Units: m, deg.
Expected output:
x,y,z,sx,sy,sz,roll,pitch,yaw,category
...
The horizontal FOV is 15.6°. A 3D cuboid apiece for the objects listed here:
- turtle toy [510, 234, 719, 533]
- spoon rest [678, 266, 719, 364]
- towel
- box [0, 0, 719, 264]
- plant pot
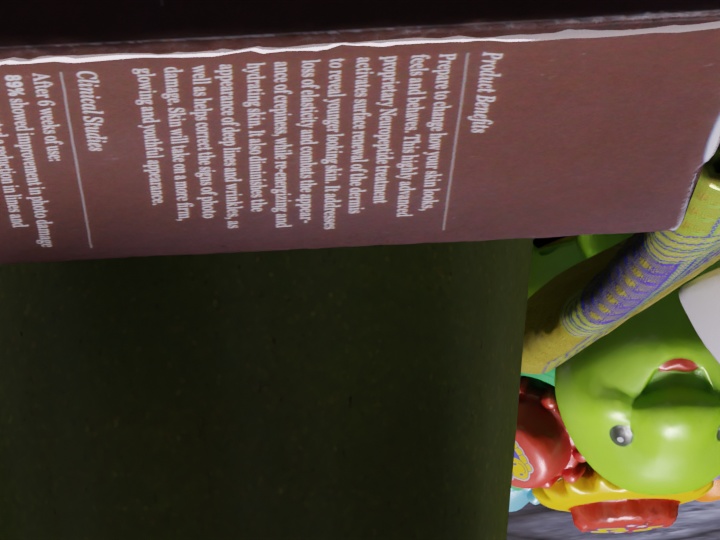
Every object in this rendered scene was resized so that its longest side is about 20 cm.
x,y,z,sx,sy,sz,roll,pitch,yaw,category
0.090,0.036,0.901,0.146,0.101,0.200,-3,167,-3,turtle toy
0.185,0.006,0.800,0.200,0.061,0.099,-15,172,-37,spoon rest
0.112,-0.030,0.666,0.144,0.023,0.200,-31,175,-14,towel
-0.030,-0.053,0.522,0.200,0.075,0.100,-1,157,-3,box
-0.033,0.033,0.658,0.200,0.190,0.200,-4,168,-1,plant pot
